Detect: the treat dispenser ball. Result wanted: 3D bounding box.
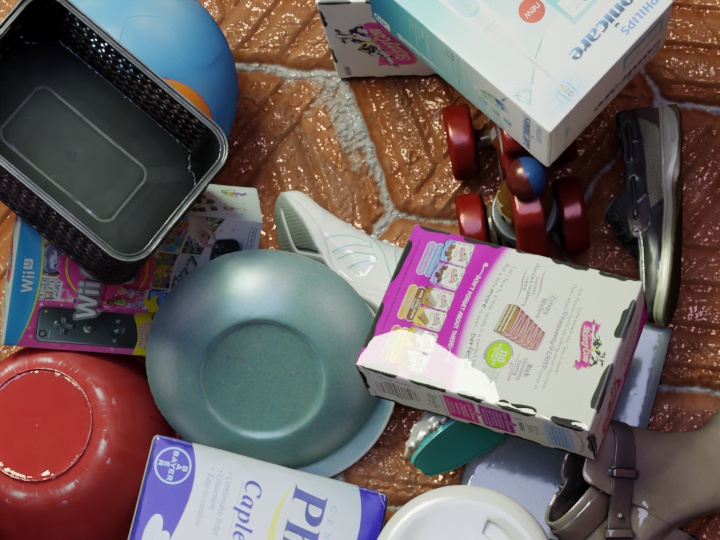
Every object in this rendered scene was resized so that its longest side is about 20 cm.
[{"bbox_3d":[-0.205,-0.156,1.643,0.199,0.201,0.202,-2,73,6],"label":"treat dispenser ball"}]

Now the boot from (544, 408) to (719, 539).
[{"bbox_3d":[0.238,0.155,1.533,0.146,0.070,0.201,28,78,-20],"label":"boot"}]

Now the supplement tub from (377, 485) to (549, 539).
[{"bbox_3d":[0.085,0.253,1.487,0.143,0.200,0.146,-2,73,7],"label":"supplement tub"}]

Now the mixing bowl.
[{"bbox_3d":[-0.261,0.142,1.612,0.199,0.108,0.202,-2,74,7],"label":"mixing bowl"}]

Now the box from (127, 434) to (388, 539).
[{"bbox_3d":[-0.094,0.249,1.541,0.199,0.105,0.185,14,76,-3],"label":"box"}]

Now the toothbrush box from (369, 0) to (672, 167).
[{"bbox_3d":[0.124,-0.206,1.503,0.200,0.085,0.146,43,82,14],"label":"toothbrush box"}]

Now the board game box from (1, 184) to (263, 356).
[{"bbox_3d":[-0.193,-0.004,1.591,0.198,0.148,0.064,6,31,-14],"label":"board game box"}]

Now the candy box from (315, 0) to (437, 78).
[{"bbox_3d":[0.068,-0.231,1.648,0.198,0.168,0.072,-1,74,6],"label":"candy box"}]

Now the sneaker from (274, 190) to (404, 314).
[{"bbox_3d":[0.000,0.000,1.650,0.080,0.071,0.200,-27,61,-32],"label":"sneaker"}]

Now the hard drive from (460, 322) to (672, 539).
[{"bbox_3d":[0.171,0.130,1.601,0.139,0.033,0.201,14,76,11],"label":"hard drive"}]

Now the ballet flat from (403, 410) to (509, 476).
[{"bbox_3d":[0.117,0.098,1.574,0.199,0.072,0.072,-30,72,-5],"label":"ballet flat"}]

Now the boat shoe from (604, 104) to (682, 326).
[{"bbox_3d":[0.242,-0.048,1.629,0.065,0.072,0.202,1,69,13],"label":"boat shoe"}]

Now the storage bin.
[{"bbox_3d":[-0.218,-0.102,1.479,0.200,0.094,0.135,40,71,-5],"label":"storage bin"}]

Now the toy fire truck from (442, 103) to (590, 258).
[{"bbox_3d":[0.129,-0.092,1.600,0.111,0.168,0.201,-9,73,4],"label":"toy fire truck"}]

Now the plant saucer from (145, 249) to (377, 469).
[{"bbox_3d":[-0.080,0.083,1.567,0.199,0.039,0.202,0,111,1],"label":"plant saucer"}]

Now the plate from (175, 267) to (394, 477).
[{"bbox_3d":[-0.067,0.087,1.603,0.199,0.026,0.202,0,110,0],"label":"plate"}]

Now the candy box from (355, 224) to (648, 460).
[{"bbox_3d":[0.114,0.055,1.516,0.199,0.061,0.137,15,66,22],"label":"candy box"}]
